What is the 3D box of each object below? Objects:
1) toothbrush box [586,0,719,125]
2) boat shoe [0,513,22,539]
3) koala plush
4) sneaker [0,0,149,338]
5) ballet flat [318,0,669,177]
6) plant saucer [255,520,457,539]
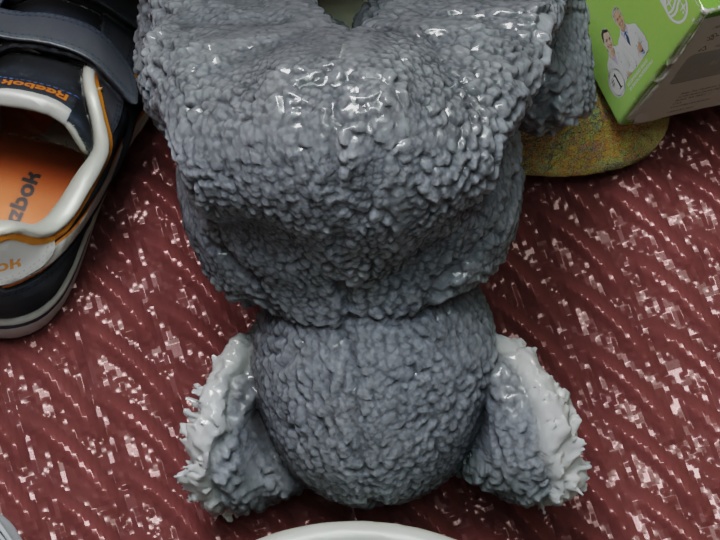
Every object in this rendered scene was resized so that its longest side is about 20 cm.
[{"bbox_3d":[0.136,-0.175,1.103,0.145,0.086,0.201,-13,66,-27],"label":"toothbrush box"},{"bbox_3d":[-0.128,0.141,0.946,0.072,0.071,0.200,-50,49,3],"label":"boat shoe"},{"bbox_3d":[0.000,0.000,0.995,0.176,0.184,0.202,-1,110,4],"label":"koala plush"},{"bbox_3d":[-0.119,-0.078,1.073,0.078,0.080,0.201,10,65,2],"label":"sneaker"},{"bbox_3d":[0.028,-0.084,1.088,0.198,0.071,0.071,12,67,2],"label":"ballet flat"},{"bbox_3d":[-0.001,0.193,0.977,0.198,0.050,0.202,1,66,-2],"label":"plant saucer"}]
